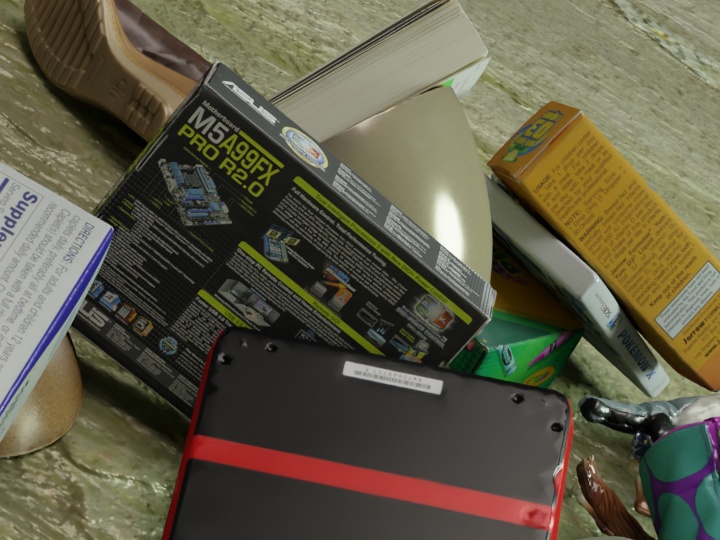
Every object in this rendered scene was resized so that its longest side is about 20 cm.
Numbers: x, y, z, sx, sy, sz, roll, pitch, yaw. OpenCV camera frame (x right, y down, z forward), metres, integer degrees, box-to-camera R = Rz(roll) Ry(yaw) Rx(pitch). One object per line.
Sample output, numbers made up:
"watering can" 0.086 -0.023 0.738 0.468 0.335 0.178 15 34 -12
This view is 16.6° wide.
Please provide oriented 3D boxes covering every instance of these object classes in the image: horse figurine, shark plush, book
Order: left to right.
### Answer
"book" -0.023 -0.083 1.490 0.048 0.199 0.134 59 -8 8
"shark plush" 0.212 0.112 1.550 0.199 0.092 0.083 -3 4 -40
"horse figurine" 0.212 0.167 1.509 0.199 0.050 0.133 14 25 -35

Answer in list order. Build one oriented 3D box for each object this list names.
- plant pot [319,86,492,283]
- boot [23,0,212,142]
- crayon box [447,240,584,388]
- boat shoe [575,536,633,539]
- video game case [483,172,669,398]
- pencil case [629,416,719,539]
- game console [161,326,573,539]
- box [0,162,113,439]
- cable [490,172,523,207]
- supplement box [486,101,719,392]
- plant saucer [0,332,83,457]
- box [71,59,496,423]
"plant pot" 0.000 0.000 1.447 0.135 0.200 0.200 60 31 4
"boot" -0.127 -0.125 1.663 0.166 0.073 0.200 17 26 -52
"crayon box" 0.036 0.001 1.597 0.200 0.058 0.118 44 29 24
"boat shoe" 0.150 0.191 1.332 0.070 0.072 0.200 -19 12 -36
"video game case" 0.111 -0.013 1.629 0.200 0.022 0.182 45 -2 32
"pencil case" 0.212 0.178 1.387 0.084 0.093 0.201 -6 54 -5
"game console" 0.004 0.120 1.265 0.198 0.031 0.178 12 52 1
"box" -0.249 0.016 1.174 0.199 0.105 0.184 30 43 -2
"cable" 0.158 -0.036 1.676 0.200 0.096 0.051 40 44 -67
"supplement box" 0.172 -0.016 1.565 0.200 0.069 0.067 44 -3 -18
"plant saucer" -0.232 0.019 1.312 0.199 0.036 0.201 25 27 -13
"box" -0.052 0.012 1.336 0.200 0.160 0.044 38 20 -8
